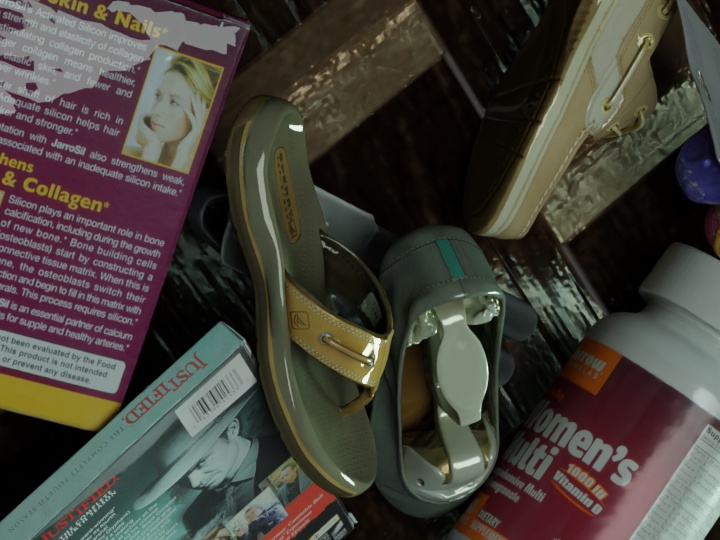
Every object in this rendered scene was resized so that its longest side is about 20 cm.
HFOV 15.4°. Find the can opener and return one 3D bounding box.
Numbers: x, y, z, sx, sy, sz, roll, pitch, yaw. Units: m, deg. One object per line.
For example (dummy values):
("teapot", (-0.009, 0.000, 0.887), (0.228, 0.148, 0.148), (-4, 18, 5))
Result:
("can opener", (0.000, 0.000, 1.311), (0.200, 0.067, 0.053), (27, 90, -41))

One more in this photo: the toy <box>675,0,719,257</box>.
("toy", (0.195, -0.035, 1.338), (0.047, 0.115, 0.200), (-27, 136, 20))

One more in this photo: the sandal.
("sandal", (-0.015, 0.015, 1.214), (0.054, 0.080, 0.200), (-4, 111, 18))

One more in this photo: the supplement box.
("supplement box", (-0.153, -0.043, 1.194), (0.131, 0.103, 0.200), (18, 95, -27))

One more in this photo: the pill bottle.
("pill bottle", (0.140, 0.092, 1.358), (0.110, 0.110, 0.200), (37, 85, -27))

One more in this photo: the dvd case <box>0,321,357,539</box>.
("dvd case", (-0.084, 0.123, 1.256), (0.146, 0.022, 0.200), (-43, 149, -10))

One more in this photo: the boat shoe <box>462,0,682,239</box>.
("boat shoe", (0.119, -0.099, 1.323), (0.069, 0.074, 0.200), (26, 90, -22))

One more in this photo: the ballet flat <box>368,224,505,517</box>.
("ballet flat", (0.039, 0.067, 1.291), (0.067, 0.064, 0.200), (-17, 134, -14))
